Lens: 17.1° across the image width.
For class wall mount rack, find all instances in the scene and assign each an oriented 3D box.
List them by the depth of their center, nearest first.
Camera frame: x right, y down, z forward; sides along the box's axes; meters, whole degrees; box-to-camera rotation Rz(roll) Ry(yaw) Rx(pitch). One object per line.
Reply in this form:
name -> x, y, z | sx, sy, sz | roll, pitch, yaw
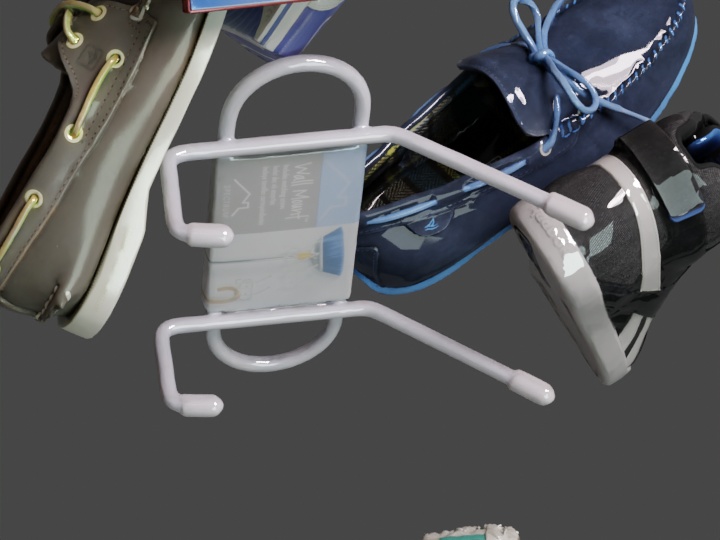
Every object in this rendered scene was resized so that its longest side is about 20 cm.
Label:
wall mount rack -> 0.000, 0.000, 1.024 | 0.173, 0.075, 0.200 | -5, 140, -10

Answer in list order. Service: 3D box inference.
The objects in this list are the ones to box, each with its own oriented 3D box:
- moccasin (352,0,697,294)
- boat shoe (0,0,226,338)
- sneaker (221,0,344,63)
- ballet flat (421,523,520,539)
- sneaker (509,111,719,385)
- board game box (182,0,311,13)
moccasin -> 0.072, -0.067, 1.079 | 0.200, 0.080, 0.068 | -45, 146, -7
boat shoe -> -0.101, -0.074, 0.963 | 0.060, 0.072, 0.202 | 19, 97, -17
sneaker -> 0.026, -0.164, 0.995 | 0.115, 0.081, 0.200 | 26, 97, -39
ballet flat -> 0.045, 0.216, 1.247 | 0.072, 0.072, 0.200 | -9, 118, -31
sneaker -> 0.138, -0.012, 1.108 | 0.112, 0.073, 0.200 | -32, 165, 1
board game box -> -0.027, -0.203, 0.911 | 0.103, 0.019, 0.201 | -7, 98, -14
